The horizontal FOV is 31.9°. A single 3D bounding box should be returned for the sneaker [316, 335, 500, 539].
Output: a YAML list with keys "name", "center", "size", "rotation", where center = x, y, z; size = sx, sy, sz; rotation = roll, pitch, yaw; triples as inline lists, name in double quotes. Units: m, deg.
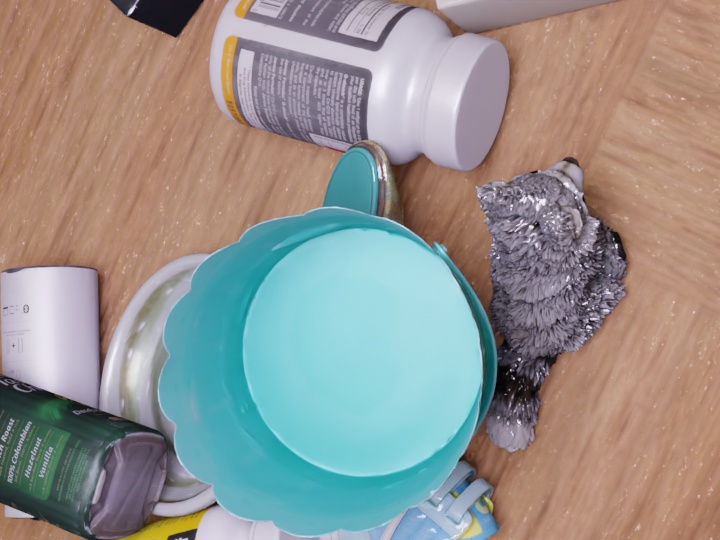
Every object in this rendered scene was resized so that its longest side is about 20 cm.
- name: "sneaker"
  center: [0.051, 0.122, 0.896]
  size: [0.130, 0.079, 0.201]
  rotation: [20, 103, 25]

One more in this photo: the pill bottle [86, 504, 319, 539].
- name: "pill bottle"
  center: [-0.126, 0.238, 0.940]
  size: [0.199, 0.112, 0.113]
  rotation: [-19, 78, 20]

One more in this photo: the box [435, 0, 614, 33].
- name: "box"
  center: [0.153, -0.226, 0.881]
  size: [0.199, 0.082, 0.069]
  rotation: [-9, 82, 21]

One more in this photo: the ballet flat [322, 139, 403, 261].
- name: "ballet flat"
  center: [0.000, 0.000, 0.916]
  size: [0.070, 0.071, 0.201]
  rotation: [22, 112, 23]

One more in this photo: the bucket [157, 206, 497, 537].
- name: "bucket"
  center: [-0.012, 0.060, 0.801]
  size: [0.206, 0.135, 0.208]
  rotation: [1, 92, 13]

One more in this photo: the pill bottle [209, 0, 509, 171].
- name: "pill bottle"
  center: [-0.001, -0.142, 0.919]
  size: [0.199, 0.116, 0.117]
  rotation: [18, 92, 23]

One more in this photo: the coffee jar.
- name: "coffee jar"
  center: [-0.248, 0.127, 0.923]
  size: [0.199, 0.104, 0.086]
  rotation: [15, 86, 20]

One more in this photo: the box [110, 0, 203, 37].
- name: "box"
  center: [-0.192, -0.311, 1.038]
  size: [0.200, 0.079, 0.141]
  rotation: [43, 104, 21]

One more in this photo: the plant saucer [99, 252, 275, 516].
- name: "plant saucer"
  center: [-0.123, 0.089, 0.969]
  size: [0.200, 0.050, 0.201]
  rotation: [-15, 68, 39]

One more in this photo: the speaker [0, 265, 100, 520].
- name: "speaker"
  center: [-0.251, 0.100, 1.024]
  size: [0.081, 0.081, 0.201]
  rotation: [-6, 83, 22]

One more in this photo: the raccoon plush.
- name: "raccoon plush"
  center: [0.119, 0.026, 0.842]
  size: [0.096, 0.134, 0.201]
  rotation: [3, 86, 22]
